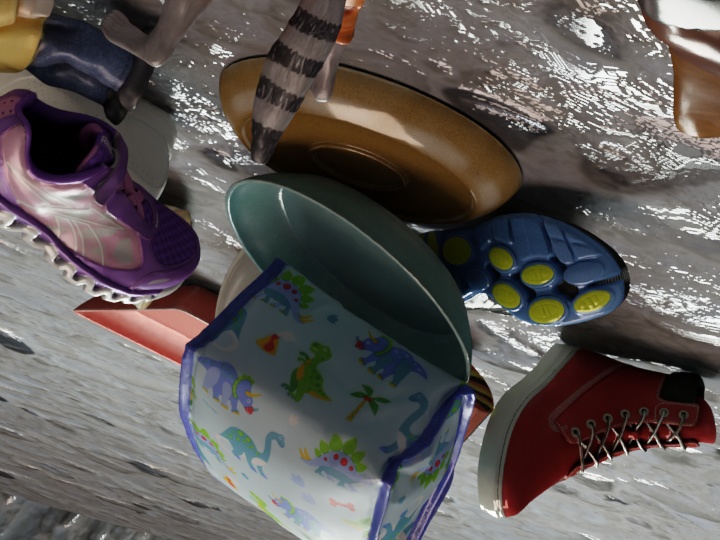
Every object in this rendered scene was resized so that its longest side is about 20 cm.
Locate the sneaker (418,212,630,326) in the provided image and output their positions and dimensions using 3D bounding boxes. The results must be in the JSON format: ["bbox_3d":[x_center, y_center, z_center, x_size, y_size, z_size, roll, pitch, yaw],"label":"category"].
[{"bbox_3d":[0.108,-0.003,1.261,0.083,0.071,0.200,-5,-177,-31],"label":"sneaker"}]

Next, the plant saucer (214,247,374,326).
[{"bbox_3d":[-0.028,0.059,1.400,0.200,0.200,0.050,12,-164,25],"label":"plant saucer"}]

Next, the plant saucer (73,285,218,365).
[{"bbox_3d":[-0.139,0.062,1.833,0.200,0.037,0.200,29,162,-33],"label":"plant saucer"}]

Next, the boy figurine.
[{"bbox_3d":[-0.220,-0.150,1.154,0.200,0.064,0.124,24,164,-13],"label":"boy figurine"}]

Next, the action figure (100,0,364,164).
[{"bbox_3d":[0.020,-0.133,0.791,0.200,0.105,0.193,18,133,-37],"label":"action figure"}]

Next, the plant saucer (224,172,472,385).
[{"bbox_3d":[0.000,0.000,1.271,0.200,0.036,0.200,35,159,15],"label":"plant saucer"}]

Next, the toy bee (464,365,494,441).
[{"bbox_3d":[0.034,0.038,1.457,0.131,0.200,0.109,-28,173,23],"label":"toy bee"}]

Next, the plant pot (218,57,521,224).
[{"bbox_3d":[0.002,-0.074,1.217,0.200,0.027,0.200,17,164,5],"label":"plant pot"}]

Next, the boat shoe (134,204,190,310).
[{"bbox_3d":[-0.175,-0.021,1.543,0.065,0.072,0.200,32,168,0],"label":"boat shoe"}]

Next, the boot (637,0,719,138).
[{"bbox_3d":[0.217,-0.077,0.872,0.188,0.069,0.200,13,164,21],"label":"boot"}]

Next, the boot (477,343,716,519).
[{"bbox_3d":[0.179,0.124,1.431,0.144,0.200,0.072,11,122,25],"label":"boot"}]

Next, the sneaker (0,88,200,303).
[{"bbox_3d":[-0.167,-0.049,1.197,0.088,0.081,0.200,-32,134,32],"label":"sneaker"}]

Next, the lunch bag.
[{"bbox_3d":[-0.027,0.118,1.315,0.170,0.127,0.200,34,143,18],"label":"lunch bag"}]

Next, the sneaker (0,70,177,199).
[{"bbox_3d":[-0.215,-0.093,1.267,0.200,0.089,0.075,22,145,-21],"label":"sneaker"}]
